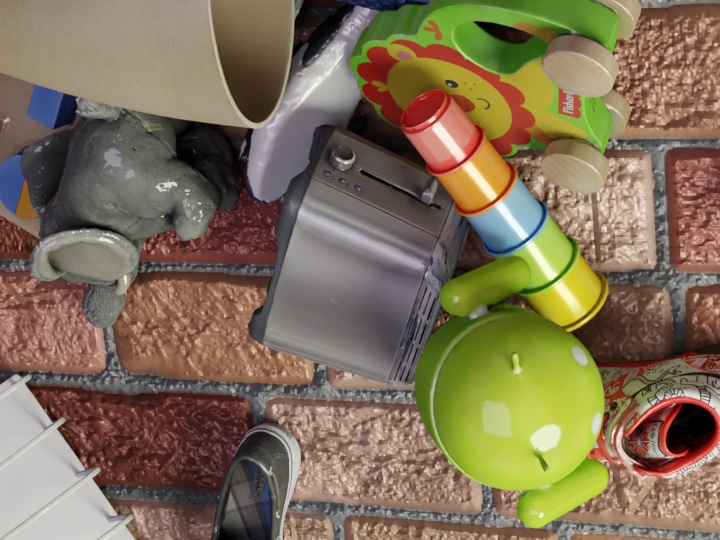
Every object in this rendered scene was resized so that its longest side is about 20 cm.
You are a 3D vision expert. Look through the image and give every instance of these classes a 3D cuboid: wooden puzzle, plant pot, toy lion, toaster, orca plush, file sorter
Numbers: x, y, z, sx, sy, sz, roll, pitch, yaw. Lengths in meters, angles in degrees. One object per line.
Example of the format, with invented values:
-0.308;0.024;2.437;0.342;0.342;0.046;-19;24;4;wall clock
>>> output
-0.273;-0.124;1.490;0.200;0.046;0.186;28;116;12;wooden puzzle
-0.164;-0.187;1.256;0.199;0.187;0.188;1;108;14;plant pot
0.084;-0.134;1.275;0.191;0.069;0.200;17;156;12;toy lion
0.000;0.000;1.365;0.129;0.114;0.200;21;133;3;toaster
-0.041;-0.150;1.371;0.071;0.105;0.201;46;127;38;orca plush
-0.270;0.198;1.524;0.200;0.139;0.124;55;161;-2;file sorter

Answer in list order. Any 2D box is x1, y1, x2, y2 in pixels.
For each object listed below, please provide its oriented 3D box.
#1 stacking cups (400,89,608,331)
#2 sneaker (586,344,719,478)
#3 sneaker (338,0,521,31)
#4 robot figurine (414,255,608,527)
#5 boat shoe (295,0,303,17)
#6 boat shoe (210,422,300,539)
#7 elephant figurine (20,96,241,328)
0.095;-0.043;1.313;0.060;0.061;0.200;-25;121;28;stacking cups
0.179;0.110;1.345;0.201;0.108;0.067;-17;101;27;sneaker
0.049;-0.215;1.288;0.199;0.070;0.078;9;86;-5;sneaker
0.098;0.084;1.276;0.115;0.200;0.176;-19;94;-3;robot figurine
-0.077;-0.196;1.372;0.073;0.062;0.200;43;118;4;boat shoe
-0.092;0.221;1.523;0.070;0.066;0.201;21;115;15;boat shoe
-0.199;-0.040;1.431;0.200;0.142;0.155;-36;100;24;elephant figurine
